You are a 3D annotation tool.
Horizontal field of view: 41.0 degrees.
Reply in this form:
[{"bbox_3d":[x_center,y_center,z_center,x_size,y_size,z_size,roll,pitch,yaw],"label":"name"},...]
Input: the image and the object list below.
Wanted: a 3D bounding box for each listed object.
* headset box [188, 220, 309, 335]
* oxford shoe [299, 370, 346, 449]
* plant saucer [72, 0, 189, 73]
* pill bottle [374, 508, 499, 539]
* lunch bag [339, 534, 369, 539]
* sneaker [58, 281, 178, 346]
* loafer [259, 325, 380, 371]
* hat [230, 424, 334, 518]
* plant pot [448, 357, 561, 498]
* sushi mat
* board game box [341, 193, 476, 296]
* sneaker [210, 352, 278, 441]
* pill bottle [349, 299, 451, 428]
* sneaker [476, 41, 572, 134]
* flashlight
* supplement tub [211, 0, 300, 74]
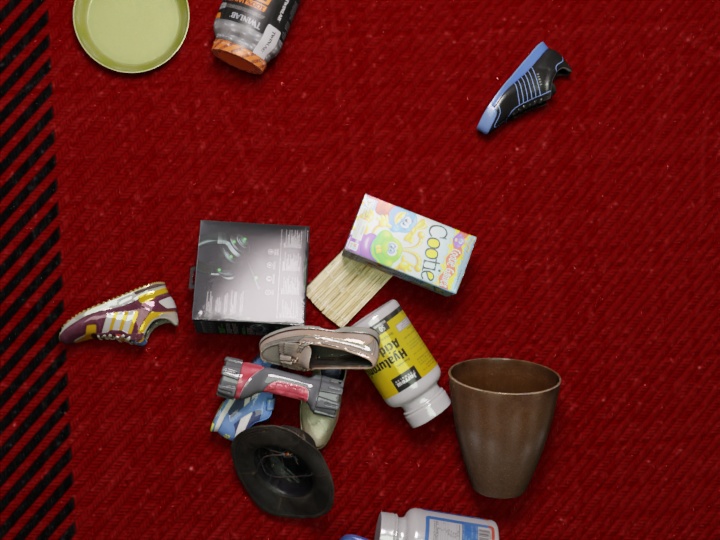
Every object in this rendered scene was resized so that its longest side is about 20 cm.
[{"bbox_3d":[-0.187,0.016,1.611,0.198,0.093,0.176,2,72,-4],"label":"headset box"},{"bbox_3d":[-0.063,0.207,1.638,0.070,0.074,0.202,9,88,-6],"label":"oxford shoe"},{"bbox_3d":[-0.395,-0.439,1.670,0.198,0.031,0.202,0,87,-3],"label":"plant saucer"},{"bbox_3d":[0.125,0.462,1.620,0.198,0.112,0.113,10,87,-2],"label":"pill bottle"},{"bbox_3d":[0.018,0.525,1.581,0.159,0.201,0.076,16,43,3],"label":"lunch bag"},{"bbox_3d":[-0.406,0.095,1.622,0.199,0.075,0.091,-25,84,-4],"label":"sneaker"},{"bbox_3d":[-0.068,0.131,1.548,0.198,0.063,0.072,-4,132,4],"label":"loafer"},{"bbox_3d":[-0.120,0.320,1.619,0.199,0.081,0.202,10,122,15],"label":"hat"},{"bbox_3d":[0.236,0.270,1.617,0.185,0.187,0.202,1,103,-4],"label":"plant pot"},{"bbox_3d":[0.000,0.000,1.683,0.096,0.012,0.200,45,85,0],"label":"sushi mat"},{"bbox_3d":[0.079,-0.041,1.631,0.199,0.105,0.104,22,85,-2],"label":"board game box"},{"bbox_3d":[-0.173,0.205,1.635,0.082,0.074,0.201,34,93,-2],"label":"sneaker"},{"bbox_3d":[0.067,0.160,1.631,0.111,0.111,0.201,-34,90,-5],"label":"pill bottle"},{"bbox_3d":[0.288,-0.306,1.688,0.078,0.070,0.200,39,85,6],"label":"sneaker"},{"bbox_3d":[-0.131,0.195,1.569,0.199,0.068,0.068,16,120,-4],"label":"flashlight"},{"bbox_3d":[-0.173,-0.446,1.639,0.122,0.123,0.201,21,86,-2],"label":"supplement tub"}]
